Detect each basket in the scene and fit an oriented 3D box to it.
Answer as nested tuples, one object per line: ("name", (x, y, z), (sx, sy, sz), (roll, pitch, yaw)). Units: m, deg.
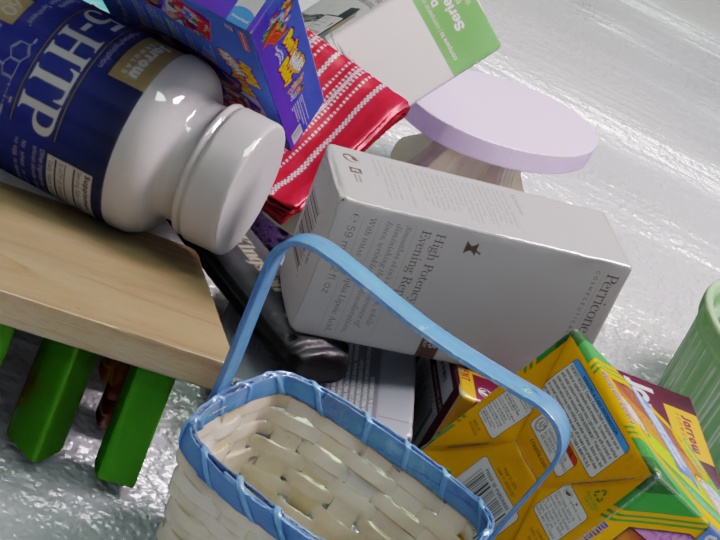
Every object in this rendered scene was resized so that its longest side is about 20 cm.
("basket", (-0.010, 0.102, 0.770), (0.176, 0.200, 0.139), (37, 29, 12))

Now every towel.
("towel", (-0.079, -0.133, 1.070), (0.200, 0.023, 0.145), (38, 60, 15))

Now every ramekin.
("ramekin", (0.339, 0.106, 1.202), (0.199, 0.098, 0.200), (22, 29, -13))

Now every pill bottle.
("pill bottle", (-0.154, -0.094, 0.940), (0.199, 0.120, 0.120), (26, 27, 10))

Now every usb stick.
("usb stick", (-0.073, 0.003, 0.976), (0.055, 0.033, 0.200), (11, 27, -43))

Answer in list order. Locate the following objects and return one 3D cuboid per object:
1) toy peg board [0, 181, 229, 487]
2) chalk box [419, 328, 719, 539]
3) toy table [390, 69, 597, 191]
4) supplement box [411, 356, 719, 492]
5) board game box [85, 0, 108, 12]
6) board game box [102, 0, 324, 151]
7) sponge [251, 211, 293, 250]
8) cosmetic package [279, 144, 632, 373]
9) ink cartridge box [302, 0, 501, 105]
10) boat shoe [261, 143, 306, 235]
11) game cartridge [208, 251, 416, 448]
("toy peg board", (-0.194, 0.030, 0.867), (0.199, 0.098, 0.199), (20, 13, -19))
("chalk box", (0.150, 0.156, 0.881), (0.200, 0.124, 0.125), (40, 16, -40))
("toy table", (0.098, -0.089, 1.282), (0.199, 0.117, 0.184), (12, 32, -27))
("supplement box", (0.130, 0.115, 1.006), (0.199, 0.086, 0.111), (21, 28, -15))
("board game box", (-0.211, -0.214, 1.297), (0.135, 0.028, 0.200), (32, 28, 4))
("board game box", (-0.099, -0.158, 0.949), (0.134, 0.045, 0.200), (31, -10, 11))
("sponge", (0.000, 0.000, 1.136), (0.111, 0.030, 0.200), (-10, 46, -49))
("cosmetic package", (0.058, -0.001, 0.939), (0.199, 0.102, 0.074), (12, 30, -17))
("ink cartridge box", (-0.009, -0.168, 1.188), (0.085, 0.199, 0.146), (59, -4, -21))
("boat shoe", (-0.009, -0.050, 1.100), (0.200, 0.071, 0.063), (36, 41, 5))
("game cartridge", (-0.030, 0.061, 0.973), (0.133, 0.041, 0.200), (17, 32, -5))
